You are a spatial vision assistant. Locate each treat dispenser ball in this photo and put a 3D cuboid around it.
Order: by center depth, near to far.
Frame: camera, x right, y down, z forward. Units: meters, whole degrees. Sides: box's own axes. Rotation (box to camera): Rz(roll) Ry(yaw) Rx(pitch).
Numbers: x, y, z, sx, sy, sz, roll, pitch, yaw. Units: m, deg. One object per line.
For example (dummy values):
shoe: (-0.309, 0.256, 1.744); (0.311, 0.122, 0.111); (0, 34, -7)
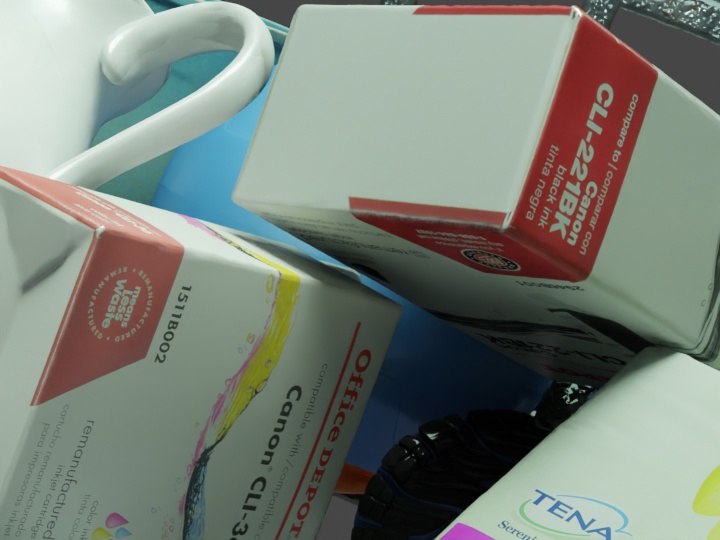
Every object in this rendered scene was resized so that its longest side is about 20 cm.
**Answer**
treat dispenser ball: (0.000, 0.000, 0.984); (0.200, 0.202, 0.201); (21, 6, -2)

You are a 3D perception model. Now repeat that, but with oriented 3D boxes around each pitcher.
pitcher: (-0.137, -0.039, 0.807); (0.171, 0.200, 0.122); (2, -50, 33)

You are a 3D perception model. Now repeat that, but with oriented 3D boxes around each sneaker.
sneaker: (0.073, 0.099, 0.906); (0.199, 0.079, 0.075); (-19, 40, -40)

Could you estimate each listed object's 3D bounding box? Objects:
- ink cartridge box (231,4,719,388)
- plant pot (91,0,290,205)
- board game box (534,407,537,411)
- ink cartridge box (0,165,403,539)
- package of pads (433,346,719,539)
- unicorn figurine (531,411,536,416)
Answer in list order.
ink cartridge box: (0.076, -0.020, 0.814); (0.144, 0.084, 0.200); (8, -15, 47)
plant pot: (-0.132, -0.060, 1.111); (0.199, 0.189, 0.200); (22, 6, -3)
board game box: (0.183, 0.079, 1.181); (0.199, 0.148, 0.064); (22, -2, 5)
ink cartridge box: (-0.061, 0.044, 0.788); (0.067, 0.117, 0.199); (26, 8, 40)
package of pads: (0.126, 0.116, 0.695); (0.199, 0.069, 0.154); (26, 50, 35)
unicorn figurine: (0.105, 0.103, 1.040); (0.136, 0.074, 0.200); (12, 12, -2)
